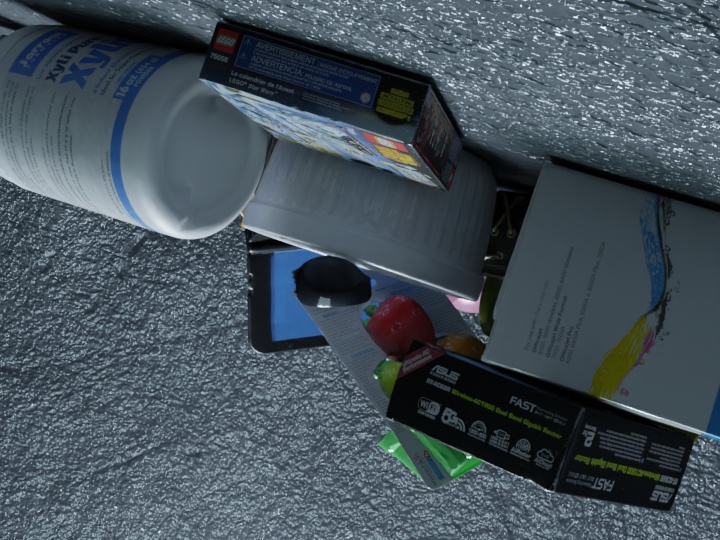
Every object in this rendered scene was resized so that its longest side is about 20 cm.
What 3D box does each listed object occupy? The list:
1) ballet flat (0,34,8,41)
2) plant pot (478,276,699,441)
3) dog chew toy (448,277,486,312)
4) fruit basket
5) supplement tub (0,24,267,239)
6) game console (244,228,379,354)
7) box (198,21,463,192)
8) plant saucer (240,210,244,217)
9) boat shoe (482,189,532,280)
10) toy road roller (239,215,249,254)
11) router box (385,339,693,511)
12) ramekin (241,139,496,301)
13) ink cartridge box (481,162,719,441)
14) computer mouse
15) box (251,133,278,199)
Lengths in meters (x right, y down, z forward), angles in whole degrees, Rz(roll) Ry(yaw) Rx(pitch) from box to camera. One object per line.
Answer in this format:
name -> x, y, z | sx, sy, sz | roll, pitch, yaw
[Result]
ballet flat -> -0.273, -0.174, 1.144 | 0.198, 0.073, 0.072 | 12, 177, 17
plant pot -> 0.213, 0.047, 1.165 | 0.192, 0.202, 0.200 | 30, -174, 34
dog chew toy -> 0.114, -0.009, 1.449 | 0.198, 0.126, 0.124 | 10, -179, -15
fruit basket -> 0.049, 0.082, 1.139 | 0.200, 0.094, 0.184 | 48, -146, 18
supplement tub -> -0.178, -0.106, 0.980 | 0.198, 0.133, 0.131 | 17, 179, 36
game console -> 0.000, 0.000, 1.242 | 0.198, 0.120, 0.172 | -7, 172, -18
box -> -0.011, -0.101, 0.861 | 0.135, 0.040, 0.200 | 19, 179, 10
plant saucer -> -0.042, -0.069, 1.367 | 0.198, 0.036, 0.201 | 20, 150, 12
boat shoe -> 0.118, -0.033, 1.124 | 0.200, 0.073, 0.060 | -2, 148, 44
toy road roller -> -0.125, -0.064, 1.691 | 0.198, 0.148, 0.123 | 18, 178, -4
router box -> 0.135, 0.116, 0.975 | 0.149, 0.063, 0.199 | 21, -179, 38
ramekin -> 0.014, -0.055, 1.048 | 0.198, 0.106, 0.200 | 18, 179, 0
ink cartridge box -> 0.206, 0.028, 0.936 | 0.198, 0.146, 0.147 | 17, 179, 14
computer mouse -> -0.025, 0.000, 1.039 | 0.058, 0.035, 0.200 | -2, -174, -6
box -> -0.109, -0.106, 1.174 | 0.094, 0.079, 0.200 | 17, 179, 5
